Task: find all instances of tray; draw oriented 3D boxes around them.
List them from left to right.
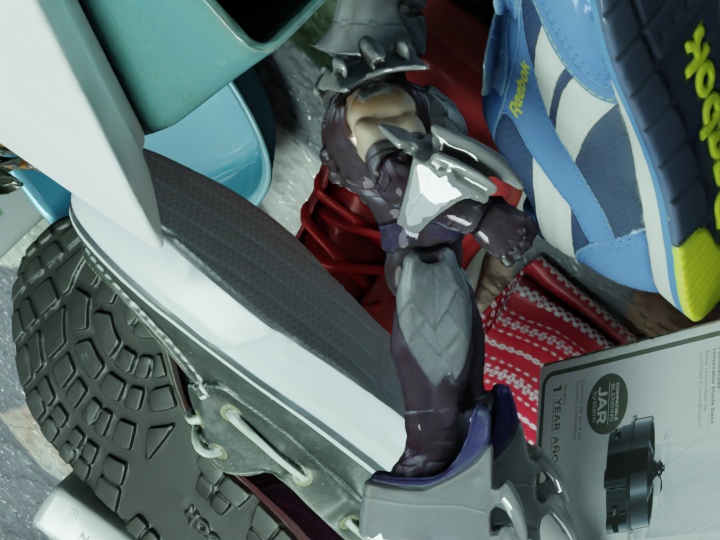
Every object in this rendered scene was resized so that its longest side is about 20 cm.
[{"bbox_3d":[-0.114,-0.094,0.585,0.107,0.022,0.201,32,157,34],"label":"tray"}]

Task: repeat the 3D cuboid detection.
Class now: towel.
[{"bbox_3d":[0.085,0.086,0.841,0.144,0.023,0.200,41,150,4],"label":"towel"}]

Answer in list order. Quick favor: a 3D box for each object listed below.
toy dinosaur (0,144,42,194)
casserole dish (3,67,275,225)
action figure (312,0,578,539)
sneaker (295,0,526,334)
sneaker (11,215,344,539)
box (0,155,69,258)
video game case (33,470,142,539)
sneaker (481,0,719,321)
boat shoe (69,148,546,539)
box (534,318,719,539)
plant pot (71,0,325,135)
[{"bbox_3d":[-0.189,-0.041,0.729,0.136,0.198,0.103,56,149,34],"label":"toy dinosaur"},{"bbox_3d":[-0.107,-0.092,0.807,0.120,0.039,0.201,-19,113,36],"label":"casserole dish"},{"bbox_3d":[0.023,0.002,0.626,0.130,0.069,0.202,-30,-69,-82],"label":"action figure"},{"bbox_3d":[0.000,0.000,0.740,0.078,0.116,0.201,33,150,18],"label":"sneaker"},{"bbox_3d":[-0.062,0.065,0.836,0.076,0.087,0.201,-41,77,28],"label":"sneaker"},{"bbox_3d":[-0.246,-0.073,0.893,0.199,0.171,0.200,-11,120,53],"label":"box"},{"bbox_3d":[-0.050,0.140,0.913,0.181,0.023,0.200,36,-177,-1],"label":"video game case"},{"bbox_3d":[0.068,-0.071,0.616,0.082,0.074,0.201,23,143,36],"label":"sneaker"},{"bbox_3d":[-0.026,0.042,0.693,0.200,0.072,0.071,41,113,-13],"label":"boat shoe"},{"bbox_3d":[0.139,0.072,0.630,0.060,0.118,0.199,18,156,-34],"label":"box"},{"bbox_3d":[-0.063,-0.130,0.640,0.141,0.141,0.200,47,156,-6],"label":"plant pot"}]
